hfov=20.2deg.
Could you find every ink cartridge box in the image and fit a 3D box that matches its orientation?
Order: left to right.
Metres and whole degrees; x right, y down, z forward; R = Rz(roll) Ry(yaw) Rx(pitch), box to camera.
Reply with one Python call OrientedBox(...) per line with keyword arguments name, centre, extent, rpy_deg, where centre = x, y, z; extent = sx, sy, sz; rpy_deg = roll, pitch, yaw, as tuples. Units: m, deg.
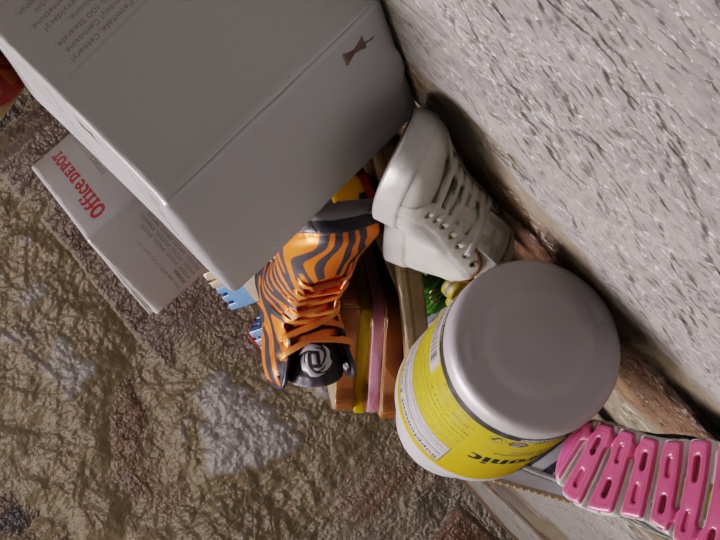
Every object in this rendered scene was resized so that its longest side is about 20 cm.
OrientedBox(name="ink cartridge box", centre=(-0.111, -0.085, 1.386), extent=(0.083, 0.200, 0.145), rpy_deg=(50, 177, -34))

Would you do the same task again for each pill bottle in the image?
OrientedBox(name="pill bottle", centre=(0.084, 0.073, 1.297), extent=(0.111, 0.111, 0.200), rpy_deg=(46, 159, 4))

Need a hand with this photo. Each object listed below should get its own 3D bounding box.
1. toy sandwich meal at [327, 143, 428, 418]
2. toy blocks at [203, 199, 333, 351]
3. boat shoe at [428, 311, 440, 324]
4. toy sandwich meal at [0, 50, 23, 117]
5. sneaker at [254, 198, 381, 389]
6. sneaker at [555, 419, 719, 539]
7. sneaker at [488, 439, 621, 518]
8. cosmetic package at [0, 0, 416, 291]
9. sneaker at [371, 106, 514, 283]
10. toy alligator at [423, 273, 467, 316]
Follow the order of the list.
OrientedBox(name="toy sandwich meal", centre=(0.000, 0.000, 1.436), extent=(0.205, 0.070, 0.206), rpy_deg=(171, 90, -86))
OrientedBox(name="toy blocks", centre=(-0.065, -0.016, 1.611), extent=(0.200, 0.137, 0.100), rpy_deg=(55, -145, -27))
OrientedBox(name="boat shoe", centre=(-0.002, -0.036, 1.686), extent=(0.200, 0.070, 0.066), rpy_deg=(47, -176, -22))
OrientedBox(name="toy sandwich meal", centre=(-0.256, -0.168, 1.225), extent=(0.070, 0.205, 0.205), rpy_deg=(4, 146, 39))
OrientedBox(name="sneaker", centre=(-0.023, 0.018, 1.324), extent=(0.200, 0.077, 0.112), rpy_deg=(141, 122, -76))
OrientedBox(name="sneaker", centre=(0.214, 0.138, 1.225), extent=(0.087, 0.074, 0.200), rpy_deg=(13, -179, -40))
OrientedBox(name="sneaker", centre=(0.166, 0.126, 1.593), extent=(0.200, 0.109, 0.070), rpy_deg=(17, 180, -16))
OrientedBox(name="cosmetic package", centre=(-0.099, -0.131, 1.189), extent=(0.200, 0.166, 0.167), rpy_deg=(44, 174, 19))
OrientedBox(name="sneaker", centre=(0.058, -0.041, 1.239), extent=(0.085, 0.073, 0.200), rpy_deg=(22, 169, 10))
OrientedBox(name="toy alligator", centre=(0.058, 0.013, 1.605), extent=(0.059, 0.054, 0.200), rpy_deg=(46, 174, 15))
